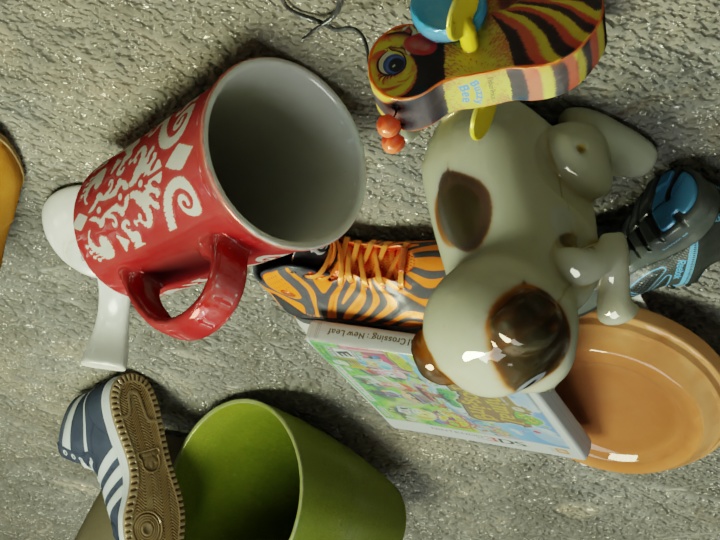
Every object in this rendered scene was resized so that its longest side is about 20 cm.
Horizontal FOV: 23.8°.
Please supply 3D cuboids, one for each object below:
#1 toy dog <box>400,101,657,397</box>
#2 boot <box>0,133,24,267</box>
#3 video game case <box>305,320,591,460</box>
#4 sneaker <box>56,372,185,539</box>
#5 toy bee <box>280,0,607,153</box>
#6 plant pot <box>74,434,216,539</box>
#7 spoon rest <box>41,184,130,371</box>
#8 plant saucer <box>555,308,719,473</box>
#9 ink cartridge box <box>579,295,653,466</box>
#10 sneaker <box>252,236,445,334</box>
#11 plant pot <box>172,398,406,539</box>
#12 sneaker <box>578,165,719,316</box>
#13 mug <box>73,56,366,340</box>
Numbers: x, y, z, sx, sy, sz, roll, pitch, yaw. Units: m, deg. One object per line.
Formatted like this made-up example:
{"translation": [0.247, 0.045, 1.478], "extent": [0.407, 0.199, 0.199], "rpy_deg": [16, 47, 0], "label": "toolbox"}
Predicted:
{"translation": [0.103, -0.011, 1.129], "extent": [0.139, 0.201, 0.194], "rpy_deg": [-15, 143, 37], "label": "toy dog"}
{"translation": [-0.309, -0.010, 1.318], "extent": [0.070, 0.145, 0.201], "rpy_deg": [11, 151, -4], "label": "boot"}
{"translation": [0.074, 0.097, 1.368], "extent": [0.181, 0.022, 0.200], "rpy_deg": [7, 158, 26], "label": "video game case"}
{"translation": [-0.233, 0.205, 1.650], "extent": [0.070, 0.201, 0.108], "rpy_deg": [-4, 172, -43], "label": "sneaker"}
{"translation": [0.050, -0.119, 1.051], "extent": [0.199, 0.109, 0.131], "rpy_deg": [-10, 147, 32], "label": "toy bee"}
{"translation": [-0.207, 0.276, 1.733], "extent": [0.186, 0.201, 0.187], "rpy_deg": [9, 154, 4], "label": "plant pot"}
{"translation": [-0.211, -0.002, 1.408], "extent": [0.099, 0.061, 0.200], "rpy_deg": [8, 138, 0], "label": "spoon rest"}
{"translation": [0.207, 0.105, 1.401], "extent": [0.199, 0.038, 0.201], "rpy_deg": [15, 141, 12], "label": "plant saucer"}
{"translation": [0.211, 0.078, 1.436], "extent": [0.160, 0.047, 0.200], "rpy_deg": [-14, 127, 37], "label": "ink cartridge box"}
{"translation": [0.000, 0.000, 1.308], "extent": [0.199, 0.078, 0.112], "rpy_deg": [-11, 146, 33], "label": "sneaker"}
{"translation": [-0.055, 0.234, 1.669], "extent": [0.187, 0.188, 0.200], "rpy_deg": [-17, 156, 39], "label": "plant pot"}
{"translation": [0.202, -0.003, 1.245], "extent": [0.082, 0.073, 0.200], "rpy_deg": [23, 149, -25], "label": "sneaker"}
{"translation": [-0.120, -0.043, 1.187], "extent": [0.200, 0.178, 0.134], "rpy_deg": [-20, 110, 49], "label": "mug"}
